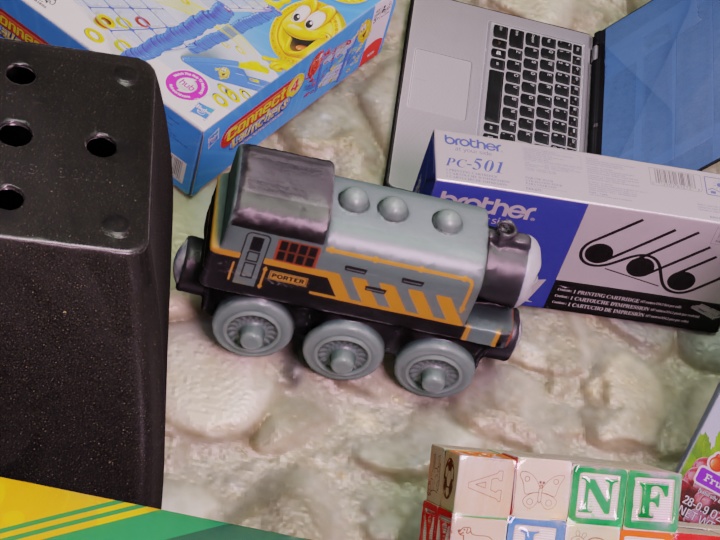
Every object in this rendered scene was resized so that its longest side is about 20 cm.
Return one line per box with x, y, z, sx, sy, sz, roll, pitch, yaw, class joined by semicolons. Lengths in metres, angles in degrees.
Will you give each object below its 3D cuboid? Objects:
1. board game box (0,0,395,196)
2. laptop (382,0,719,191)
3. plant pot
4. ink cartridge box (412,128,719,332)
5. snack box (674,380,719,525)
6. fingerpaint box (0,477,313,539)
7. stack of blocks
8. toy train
-0.113;-0.165;1.340;0.200;0.056;0.196;36;49;16;board game box
0.131;-0.128;1.341;0.199;0.116;0.188;14;46;-5;laptop
-0.185;-0.009;1.095;0.199;0.178;0.200;7;47;-10;plant pot
0.127;-0.021;1.258;0.199;0.094;0.044;9;47;-10;ink cartridge box
0.283;0.098;1.143;0.199;0.169;0.068;28;16;7;snack box
-0.110;0.185;0.925;0.166;0.200;0.074;13;47;-6;fingerpaint box
0.131;0.154;1.083;0.199;0.059;0.116;7;89;-12;stack of blocks
0.000;0.000;1.183;0.199;0.114;0.085;13;47;-8;toy train
